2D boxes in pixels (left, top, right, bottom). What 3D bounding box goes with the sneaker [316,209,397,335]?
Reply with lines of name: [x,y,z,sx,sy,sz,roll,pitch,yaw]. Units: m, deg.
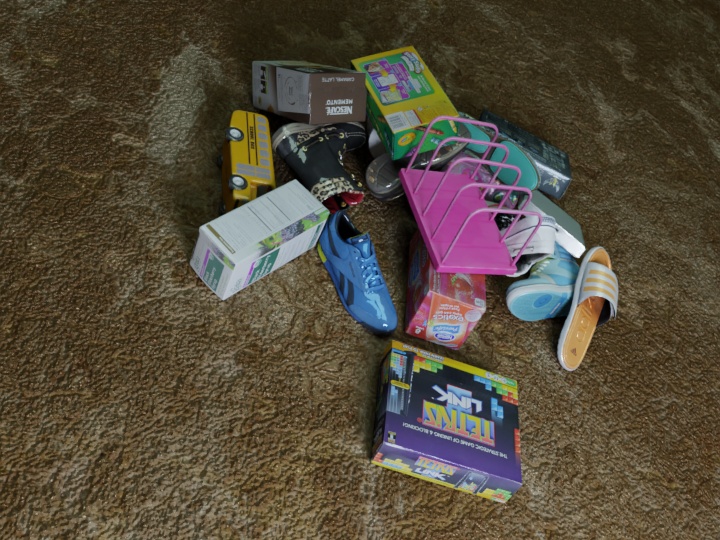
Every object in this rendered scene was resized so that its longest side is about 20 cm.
sneaker: [0.000,0.000,1.184,0.065,0.079,0.202,-11,57,-36]

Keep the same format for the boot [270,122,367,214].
boot: [-0.041,-0.174,1.325,0.197,0.073,0.152,-10,61,-46]

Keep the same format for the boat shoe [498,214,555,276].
boat shoe: [0.236,-0.024,1.256,0.072,0.200,0.067,5,72,-16]

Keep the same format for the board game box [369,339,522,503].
board game box: [0.116,0.199,1.076,0.195,0.057,0.168,18,43,-11]

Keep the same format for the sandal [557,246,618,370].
sandal: [0.373,0.063,1.269,0.079,0.059,0.211,33,70,-33]

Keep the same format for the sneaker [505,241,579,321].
sneaker: [0.293,0.008,1.327,0.196,0.080,0.133,2,51,-38]

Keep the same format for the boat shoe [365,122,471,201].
boat shoe: [0.094,-0.182,1.341,0.197,0.074,0.075,-28,67,-8]

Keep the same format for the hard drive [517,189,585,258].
hard drive: [0.334,-0.091,1.406,0.131,0.026,0.200,40,19,1]

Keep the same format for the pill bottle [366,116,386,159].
pill bottle: [0.068,-0.280,1.438,0.111,0.115,0.202,19,40,-9]

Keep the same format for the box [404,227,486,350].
box: [0.129,0.005,1.227,0.093,0.101,0.203,17,44,-10]

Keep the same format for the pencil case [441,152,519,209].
pencil case: [0.189,-0.169,1.428,0.195,0.088,0.089,18,44,-13]

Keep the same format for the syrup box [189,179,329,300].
syrup box: [-0.143,-0.047,1.151,0.081,0.079,0.199,42,45,14]

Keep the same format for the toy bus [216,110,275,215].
toy bus: [-0.178,-0.158,1.246,0.076,0.066,0.203,8,47,-22]

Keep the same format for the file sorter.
file sorter: [0.164,-0.114,1.190,0.136,0.127,0.203,3,48,-25]

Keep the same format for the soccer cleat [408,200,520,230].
soccer cleat: [0.175,-0.099,1.383,0.194,0.070,0.073,11,13,-4]

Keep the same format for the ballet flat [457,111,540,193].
ballet flat: [0.229,-0.207,1.381,0.199,0.075,0.074,40,44,6]

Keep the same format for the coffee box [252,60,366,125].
coffee box: [-0.089,-0.301,1.345,0.112,0.082,0.199,-10,23,-32]

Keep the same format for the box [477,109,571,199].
box: [0.306,-0.225,1.538,0.196,0.052,0.158,27,27,-1]

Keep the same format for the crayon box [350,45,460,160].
crayon box: [0.070,-0.279,1.318,0.116,0.059,0.202,-16,52,-13]
